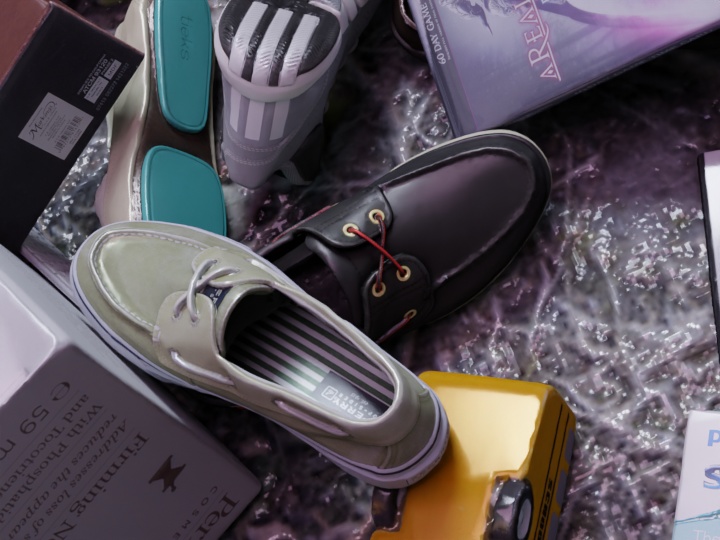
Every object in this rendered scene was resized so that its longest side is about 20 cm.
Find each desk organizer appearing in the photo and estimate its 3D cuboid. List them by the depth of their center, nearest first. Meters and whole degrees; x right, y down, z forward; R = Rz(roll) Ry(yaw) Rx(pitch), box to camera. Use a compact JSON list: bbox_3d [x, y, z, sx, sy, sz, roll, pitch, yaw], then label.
[{"bbox_3d":[-0.204,-0.052,0.829,0.077,0.072,0.200,38,97,33],"label":"desk organizer"}]

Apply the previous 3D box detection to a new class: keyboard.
[{"bbox_3d":[-0.153,0.001,0.862,0.200,0.056,0.011,38,89,30],"label":"keyboard"}]

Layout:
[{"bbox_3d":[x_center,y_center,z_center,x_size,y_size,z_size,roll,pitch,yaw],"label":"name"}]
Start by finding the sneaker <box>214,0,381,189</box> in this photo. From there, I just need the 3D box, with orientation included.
[{"bbox_3d":[-0.033,-0.110,0.856,0.075,0.116,0.200,19,38,8],"label":"sneaker"}]

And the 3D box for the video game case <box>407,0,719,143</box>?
[{"bbox_3d":[0.103,-0.160,0.763,0.200,0.019,0.143,-23,81,33],"label":"video game case"}]

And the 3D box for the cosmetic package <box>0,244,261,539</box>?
[{"bbox_3d":[-0.185,0.081,0.754,0.166,0.200,0.167,38,85,31],"label":"cosmetic package"}]

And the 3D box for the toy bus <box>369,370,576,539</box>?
[{"bbox_3d":[0.037,0.144,0.709,0.065,0.078,0.201,6,70,23],"label":"toy bus"}]

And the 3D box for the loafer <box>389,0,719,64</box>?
[{"bbox_3d":[0.105,-0.146,0.816,0.199,0.071,0.073,-5,66,20],"label":"loafer"}]

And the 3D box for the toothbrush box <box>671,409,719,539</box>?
[{"bbox_3d":[0.189,0.163,0.636,0.146,0.085,0.201,2,69,22],"label":"toothbrush box"}]

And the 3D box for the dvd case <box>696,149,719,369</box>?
[{"bbox_3d":[0.252,-0.003,0.725,0.199,0.018,0.143,-9,64,17],"label":"dvd case"}]

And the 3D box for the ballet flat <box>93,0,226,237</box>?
[{"bbox_3d":[-0.108,-0.058,0.873,0.069,0.069,0.201,-9,62,18],"label":"ballet flat"}]

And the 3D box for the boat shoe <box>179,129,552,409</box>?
[{"bbox_3d":[0.002,0.002,0.784,0.201,0.063,0.074,-31,89,8],"label":"boat shoe"}]

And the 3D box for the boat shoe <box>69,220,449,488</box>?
[{"bbox_3d":[-0.048,0.022,0.715,0.200,0.062,0.072,26,69,26],"label":"boat shoe"}]
